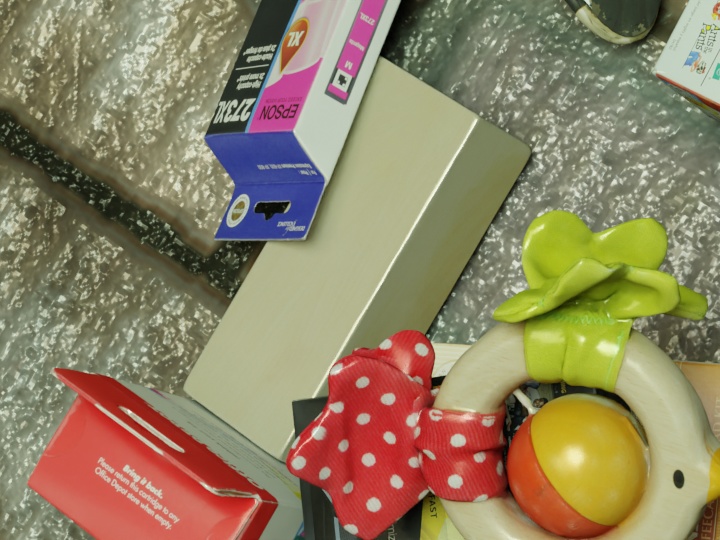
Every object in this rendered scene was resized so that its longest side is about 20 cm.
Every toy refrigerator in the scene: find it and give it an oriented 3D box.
[{"bbox_3d":[0.000,0.000,1.498,0.076,0.070,0.201,32,94,33],"label":"toy refrigerator"}]

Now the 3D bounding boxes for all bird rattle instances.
[{"bbox_3d":[0.076,0.072,1.295,0.200,0.113,0.163,-40,86,16],"label":"bird rattle"}]

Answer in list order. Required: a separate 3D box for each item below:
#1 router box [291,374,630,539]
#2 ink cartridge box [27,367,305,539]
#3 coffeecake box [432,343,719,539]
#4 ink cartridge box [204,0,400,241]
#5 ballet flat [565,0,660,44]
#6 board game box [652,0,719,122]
[{"bbox_3d":[0.056,0.148,1.371,0.157,0.052,0.201,-10,78,23],"label":"router box"},{"bbox_3d":[-0.081,0.114,1.439,0.116,0.200,0.067,34,95,26],"label":"ink cartridge box"},{"bbox_3d":[0.125,0.120,1.414,0.199,0.073,0.154,3,83,26],"label":"coffeecake box"},{"bbox_3d":[-0.027,-0.112,1.505,0.095,0.037,0.201,1,68,58],"label":"ink cartridge box"},{"bbox_3d":[0.100,-0.200,1.506,0.066,0.057,0.201,-17,70,-24],"label":"ballet flat"},{"bbox_3d":[0.258,-0.086,1.374,0.200,0.103,0.105,30,93,26],"label":"board game box"}]
